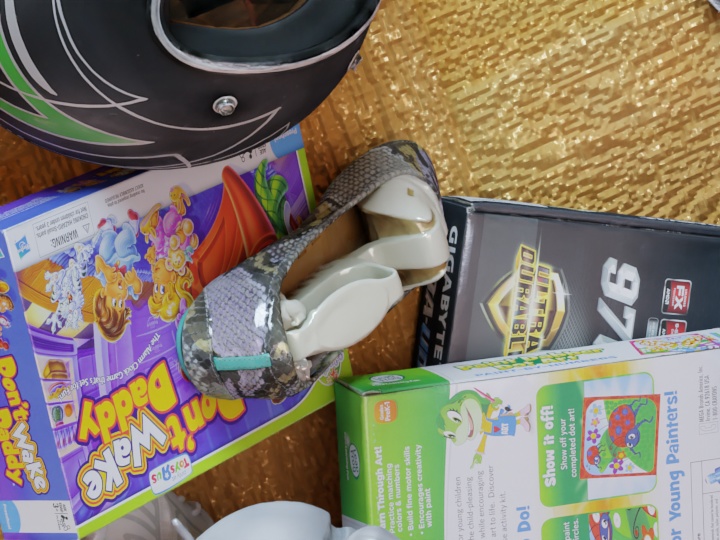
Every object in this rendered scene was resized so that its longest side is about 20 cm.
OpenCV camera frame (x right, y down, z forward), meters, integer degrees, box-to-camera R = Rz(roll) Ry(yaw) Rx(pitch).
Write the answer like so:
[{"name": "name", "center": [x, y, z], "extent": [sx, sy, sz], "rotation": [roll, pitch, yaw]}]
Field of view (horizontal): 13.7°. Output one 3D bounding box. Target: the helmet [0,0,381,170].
[{"name": "helmet", "center": [-0.095, -0.136, 1.249], "extent": [0.200, 0.200, 0.191], "rotation": [-27, 121, -16]}]

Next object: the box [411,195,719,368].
[{"name": "box", "center": [0.102, 0.070, 1.432], "extent": [0.159, 0.046, 0.200], "rotation": [6, 95, -21]}]

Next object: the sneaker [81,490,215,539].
[{"name": "sneaker", "center": [-0.108, 0.116, 1.351], "extent": [0.081, 0.075, 0.200], "rotation": [-29, 110, -29]}]

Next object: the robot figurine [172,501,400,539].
[{"name": "robot figurine", "center": [-0.007, 0.174, 1.288], "extent": [0.200, 0.113, 0.170], "rotation": [32, 128, -4]}]

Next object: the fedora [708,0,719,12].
[{"name": "fedora", "center": [0.254, -0.179, 1.415], "extent": [0.200, 0.090, 0.177], "rotation": [27, 83, -11]}]

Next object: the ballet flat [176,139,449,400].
[{"name": "ballet flat", "center": [0.000, 0.000, 1.325], "extent": [0.200, 0.072, 0.072], "rotation": [-40, 113, -47]}]

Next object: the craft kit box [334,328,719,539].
[{"name": "craft kit box", "center": [0.091, 0.137, 1.390], "extent": [0.197, 0.049, 0.200], "rotation": [-7, 102, -21]}]

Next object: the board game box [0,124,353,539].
[{"name": "board game box", "center": [-0.089, 0.020, 1.299], "extent": [0.200, 0.045, 0.135], "rotation": [-27, 109, -50]}]
